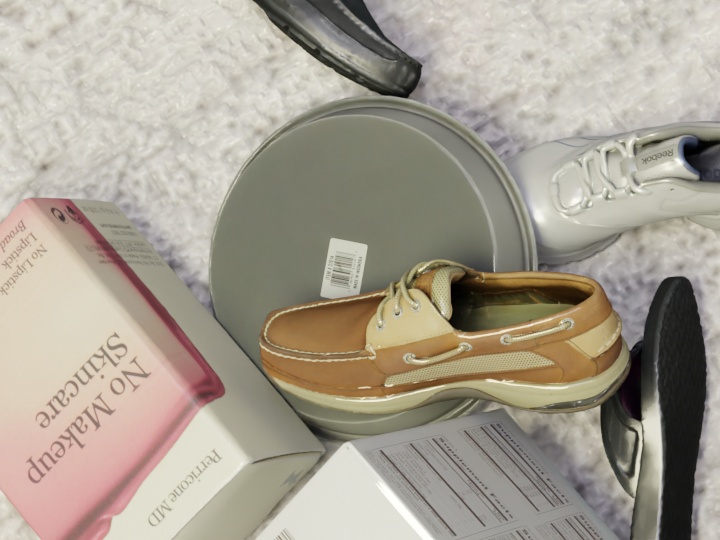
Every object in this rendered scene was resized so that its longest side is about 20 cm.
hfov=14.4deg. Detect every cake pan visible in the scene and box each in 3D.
[{"bbox_3d":[0.000,0.000,1.613,0.199,0.037,0.201,-1,88,20],"label":"cake pan"}]

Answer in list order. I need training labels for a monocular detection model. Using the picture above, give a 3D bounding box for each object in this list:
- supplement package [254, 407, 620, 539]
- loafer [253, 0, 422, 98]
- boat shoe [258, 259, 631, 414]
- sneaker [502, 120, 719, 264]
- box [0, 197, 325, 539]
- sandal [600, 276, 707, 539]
[{"bbox_3d":[0.036,0.182,1.483,0.151,0.200,0.152,48,111,16],"label":"supplement package"},{"bbox_3d":[-0.035,-0.177,1.677,0.200,0.068,0.070,41,93,19],"label":"loafer"},{"bbox_3d":[0.044,0.027,1.526,0.199,0.074,0.076,-1,39,13],"label":"boat shoe"},{"bbox_3d":[0.152,-0.055,1.612,0.199,0.087,0.075,-11,76,5],"label":"sneaker"},{"bbox_3d":[-0.141,0.073,1.587,0.128,0.109,0.200,-47,73,15],"label":"box"},{"bbox_3d":[0.156,0.099,1.581,0.048,0.075,0.201,0,74,25],"label":"sandal"}]
